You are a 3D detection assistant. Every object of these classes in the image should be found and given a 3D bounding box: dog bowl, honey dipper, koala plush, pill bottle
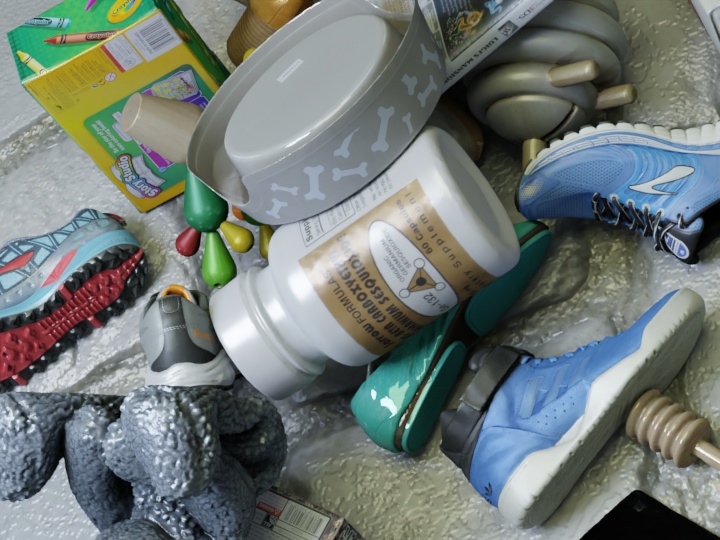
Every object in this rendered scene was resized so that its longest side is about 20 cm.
[{"bbox_3d":[-0.027,-0.114,1.471,0.200,0.059,0.200,-31,28,19],"label":"dog bowl"},{"bbox_3d":[0.261,0.141,1.380,0.200,0.038,0.038,32,79,31],"label":"honey dipper"},{"bbox_3d":[-0.130,0.180,1.360,0.177,0.184,0.201,-5,81,32],"label":"koala plush"},{"bbox_3d":[0.000,0.000,1.459,0.200,0.114,0.115,-34,53,15],"label":"pill bottle"}]

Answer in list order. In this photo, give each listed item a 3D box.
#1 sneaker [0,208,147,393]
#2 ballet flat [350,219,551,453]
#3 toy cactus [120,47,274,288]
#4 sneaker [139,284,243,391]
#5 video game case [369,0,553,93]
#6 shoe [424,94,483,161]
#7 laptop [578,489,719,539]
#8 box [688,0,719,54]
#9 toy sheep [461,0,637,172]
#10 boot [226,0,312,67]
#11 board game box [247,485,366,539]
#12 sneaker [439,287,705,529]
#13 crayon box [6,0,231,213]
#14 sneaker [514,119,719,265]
[{"bbox_3d":[-0.264,0.023,1.672,0.200,0.079,0.096,-30,44,-4],"label":"sneaker"},{"bbox_3d":[0.057,0.034,1.509,0.070,0.067,0.200,29,79,24],"label":"ballet flat"},{"bbox_3d":[-0.102,-0.095,1.587,0.201,0.165,0.102,-64,29,8],"label":"toy cactus"},{"bbox_3d":[-0.123,0.047,1.525,0.074,0.200,0.080,-11,92,-4],"label":"sneaker"},{"bbox_3d":[0.062,-0.220,1.550,0.182,0.023,0.200,-39,41,27],"label":"video game case"},{"bbox_3d":[0.008,-0.134,1.623,0.053,0.070,0.200,-35,53,-26],"label":"shoe"},{"bbox_3d":[0.183,0.268,1.356,0.177,0.104,0.200,29,52,34],"label":"laptop"},{"bbox_3d":[0.281,-0.255,1.546,0.128,0.109,0.200,-28,55,8],"label":"box"},{"bbox_3d":[0.134,-0.161,1.551,0.137,0.138,0.201,-2,67,24],"label":"toy sheep"},{"bbox_3d":[-0.060,-0.260,1.682,0.144,0.071,0.202,-52,30,31],"label":"boot"},{"bbox_3d":[-0.102,0.243,1.447,0.159,0.097,0.200,21,73,32],"label":"board game box"},{"bbox_3d":[0.137,0.068,1.448,0.111,0.077,0.200,41,90,26],"label":"sneaker"},{"bbox_3d":[-0.168,-0.137,1.630,0.118,0.200,0.058,-28,55,8],"label":"crayon box"},{"bbox_3d":[0.206,-0.052,1.477,0.199,0.079,0.090,-5,66,10],"label":"sneaker"}]
